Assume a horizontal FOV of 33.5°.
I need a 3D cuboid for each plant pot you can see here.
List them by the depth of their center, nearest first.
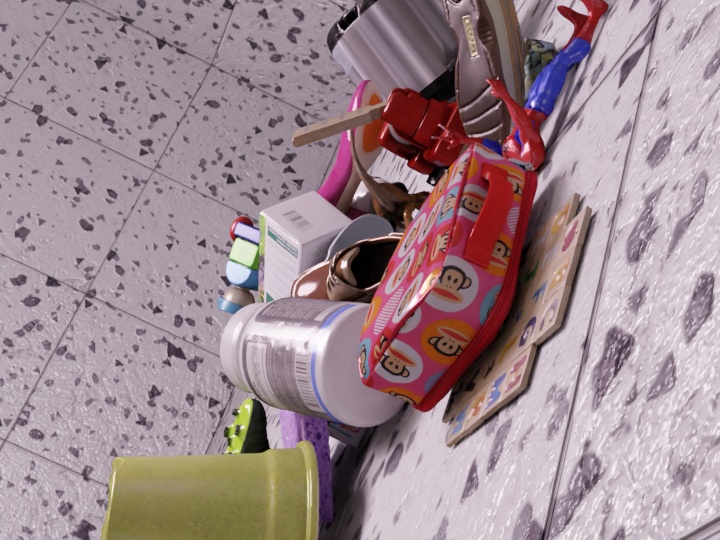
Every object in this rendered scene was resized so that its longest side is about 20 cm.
[{"bbox_3d":[-0.148,0.249,1.113,0.200,0.184,0.201,-171,90,-78],"label":"plant pot"}]

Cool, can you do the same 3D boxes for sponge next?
[{"bbox_3d":[-0.059,0.203,1.275,0.200,0.030,0.112,153,113,-79],"label":"sponge"}]

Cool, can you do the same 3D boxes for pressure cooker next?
[{"bbox_3d":[0.079,-0.244,1.419,0.179,0.200,0.176,-39,-4,27],"label":"pressure cooker"}]

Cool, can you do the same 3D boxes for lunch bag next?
[{"bbox_3d":[0.075,-0.006,0.945,0.176,0.082,0.200,-58,9,43],"label":"lunch bag"}]

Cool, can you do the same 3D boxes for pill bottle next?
[{"bbox_3d":[-0.047,0.084,1.163,0.200,0.114,0.114,4,65,53],"label":"pill bottle"}]

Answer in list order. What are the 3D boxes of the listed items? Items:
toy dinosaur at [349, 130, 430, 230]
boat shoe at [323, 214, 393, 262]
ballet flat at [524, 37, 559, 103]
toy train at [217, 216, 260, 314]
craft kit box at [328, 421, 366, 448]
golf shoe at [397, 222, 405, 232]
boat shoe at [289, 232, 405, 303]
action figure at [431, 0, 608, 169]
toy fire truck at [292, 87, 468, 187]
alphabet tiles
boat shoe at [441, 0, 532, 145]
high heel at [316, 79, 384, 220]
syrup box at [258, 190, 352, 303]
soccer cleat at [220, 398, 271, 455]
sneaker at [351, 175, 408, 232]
[{"bbox_3d":[0.030,-0.080,1.364,0.060,0.200,0.106,-27,65,20],"label":"toy dinosaur"},{"bbox_3d":[-0.027,0.034,1.326,0.201,0.071,0.091,-66,8,-11],"label":"boat shoe"},{"bbox_3d":[0.149,-0.208,1.232,0.074,0.074,0.200,-64,7,0],"label":"ballet flat"},{"bbox_3d":[-0.094,0.013,1.486,0.200,0.085,0.116,20,-88,-56],"label":"toy train"},{"bbox_3d":[0.014,0.079,1.325,0.200,0.048,0.198,-126,60,-82],"label":"craft kit box"},{"bbox_3d":[0.010,0.001,1.536,0.200,0.078,0.095,107,178,-46],"label":"golf shoe"},{"bbox_3d":[0.000,0.000,1.207,0.200,0.072,0.076,-18,62,35],"label":"boat shoe"},{"bbox_3d":[0.137,-0.161,1.055,0.065,0.099,0.201,140,152,-75],"label":"action figure"},{"bbox_3d":[0.042,-0.144,1.248,0.129,0.200,0.176,-63,7,2],"label":"toy fire truck"},{"bbox_3d":[0.111,0.038,0.877,0.167,0.006,0.200,-68,7,-31],"label":"alphabet tiles"},{"bbox_3d":[0.134,-0.202,1.130,0.072,0.076,0.201,8,112,52],"label":"boat shoe"},{"bbox_3d":[-0.026,-0.129,1.385,0.067,0.096,0.201,-29,-49,-47],"label":"high heel"},{"bbox_3d":[-0.065,0.017,1.387,0.081,0.079,0.200,-24,-43,-32],"label":"syrup box"},{"bbox_3d":[-0.106,0.218,1.248,0.068,0.081,0.201,-108,24,-59],"label":"soccer cleat"},{"bbox_3d":[-0.004,-0.018,1.461,0.074,0.088,0.201,5,-80,-54],"label":"sneaker"}]
